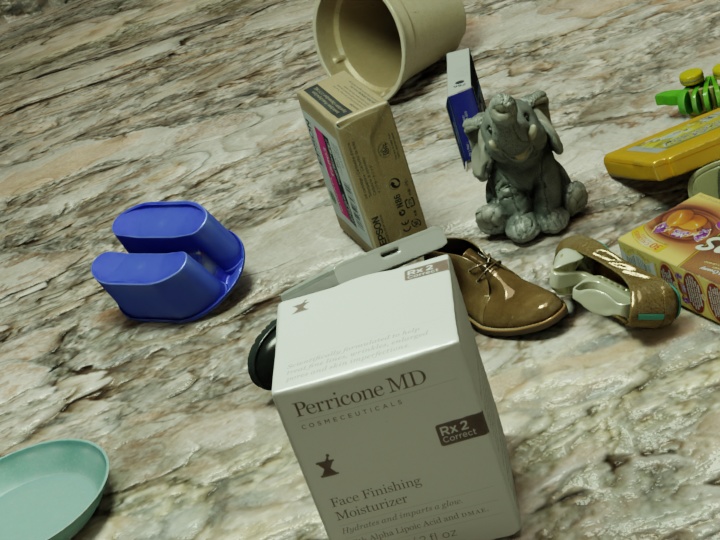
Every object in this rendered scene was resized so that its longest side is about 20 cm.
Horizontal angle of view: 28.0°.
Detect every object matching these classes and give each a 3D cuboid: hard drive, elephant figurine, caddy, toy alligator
[{"bbox_3d":[0.000,0.000,1.595,0.132,0.026,0.200,-21,-1,-21],"label":"hard drive"},{"bbox_3d":[0.183,-0.147,1.679,0.141,0.200,0.155,-35,30,-28],"label":"elephant figurine"},{"bbox_3d":[-0.239,-0.005,1.818,0.200,0.105,0.142,1,57,36],"label":"caddy"},{"bbox_3d":[0.463,-0.223,1.792,0.200,0.059,0.054,-9,28,22],"label":"toy alligator"}]

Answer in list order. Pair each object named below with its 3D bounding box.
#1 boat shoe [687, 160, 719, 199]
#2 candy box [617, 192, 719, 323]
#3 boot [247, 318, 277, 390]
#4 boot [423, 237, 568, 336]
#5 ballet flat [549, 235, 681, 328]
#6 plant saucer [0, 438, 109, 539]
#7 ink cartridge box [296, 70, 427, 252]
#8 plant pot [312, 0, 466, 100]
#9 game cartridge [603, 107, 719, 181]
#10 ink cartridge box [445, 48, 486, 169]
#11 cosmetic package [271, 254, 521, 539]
[{"bbox_3d":[0.458,-0.100,1.559,0.200,0.075,0.068,-8,8,26],"label":"boat shoe"},{"bbox_3d":[0.366,-0.009,1.451,0.117,0.057,0.200,-28,26,-16],"label":"candy box"},{"bbox_3d":[-0.002,0.075,1.524,0.198,0.073,0.162,-28,22,-31],"label":"boot"},{"bbox_3d":[0.136,0.016,1.544,0.074,0.076,0.200,-33,30,-29],"label":"boot"},{"bbox_3d":[0.240,0.014,1.479,0.072,0.068,0.200,-12,26,-25],"label":"ballet flat"},{"bbox_3d":[-0.344,0.246,1.476,0.200,0.036,0.200,-15,26,8],"label":"plant saucer"},{"bbox_3d":[0.003,-0.125,1.762,0.075,0.200,0.165,-24,26,-11],"label":"ink cartridge box"},{"bbox_3d":[0.060,-0.379,2.259,0.183,0.201,0.200,-25,24,-38],"label":"plant pot"},{"bbox_3d":[0.390,-0.150,1.669,0.176,0.032,0.200,-22,7,-5],"label":"game cartridge"},{"bbox_3d":[0.146,-0.223,1.970,0.039,0.100,0.200,-13,27,11],"label":"ink cartridge box"},{"bbox_3d":[0.031,0.124,1.261,0.165,0.200,0.165,-17,26,7],"label":"cosmetic package"}]
